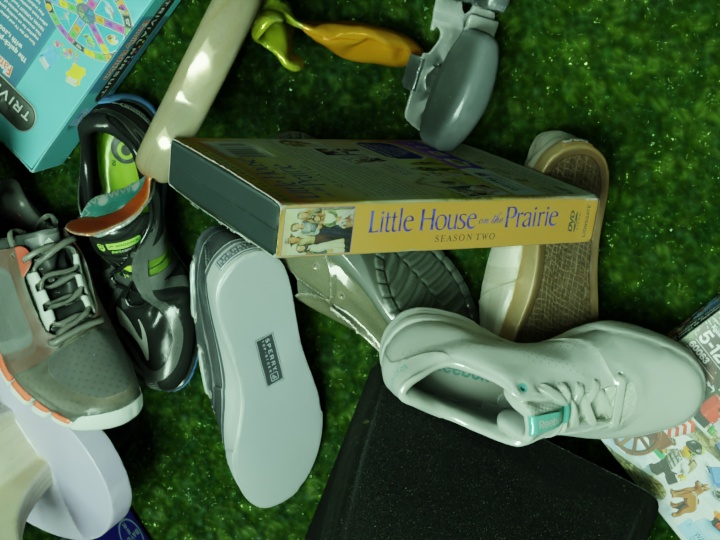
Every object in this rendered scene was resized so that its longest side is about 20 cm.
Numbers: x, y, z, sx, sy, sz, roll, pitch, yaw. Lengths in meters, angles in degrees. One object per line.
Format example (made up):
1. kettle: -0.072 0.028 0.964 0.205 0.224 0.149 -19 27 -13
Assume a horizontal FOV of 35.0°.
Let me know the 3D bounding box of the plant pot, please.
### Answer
1. plant pot: 0.043 0.215 0.690 0.197 0.178 0.202 25 123 6

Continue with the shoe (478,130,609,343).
1. shoe: 0.113 0.010 0.722 0.069 0.053 0.204 -1 112 -22

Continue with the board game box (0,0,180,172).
1. board game box: -0.205 -0.193 0.752 0.151 0.047 0.200 43 109 2

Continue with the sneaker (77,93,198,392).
1. sneaker: -0.155 -0.014 0.762 0.069 0.083 0.204 -5 102 15

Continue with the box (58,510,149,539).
1. box: -0.180 0.301 0.788 0.104 0.184 0.202 -30 95 16

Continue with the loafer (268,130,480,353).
1. loafer: 0.000 0.000 0.742 0.201 0.075 0.070 49 139 -2

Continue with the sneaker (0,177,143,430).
1. sneaker: -0.207 0.017 0.745 0.200 0.076 0.083 46 136 27

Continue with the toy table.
1. toy table: -0.263 0.141 0.766 0.197 0.117 0.187 8 118 35

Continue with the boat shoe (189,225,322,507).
1. boat shoe: -0.077 0.065 0.770 0.071 0.068 0.203 -24 123 -24

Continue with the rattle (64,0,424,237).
1. rattle: -0.071 -0.080 0.694 0.142 0.129 0.203 31 68 -28

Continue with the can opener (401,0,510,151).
1. can opener: 0.077 -0.171 0.679 0.066 0.052 0.204 29 109 47

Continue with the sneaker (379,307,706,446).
1. sneaker: 0.109 0.073 0.660 0.196 0.089 0.077 5 107 -3

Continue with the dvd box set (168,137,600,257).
1. dvd box set: 0.011 -0.044 0.630 0.197 0.146 0.030 -4 109 -31

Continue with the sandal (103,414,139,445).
1. sandal: -0.244 0.057 0.818 0.200 0.048 0.075 43 109 2

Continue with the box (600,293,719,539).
1. box: 0.252 0.122 0.715 0.136 0.038 0.201 -40 91 19
